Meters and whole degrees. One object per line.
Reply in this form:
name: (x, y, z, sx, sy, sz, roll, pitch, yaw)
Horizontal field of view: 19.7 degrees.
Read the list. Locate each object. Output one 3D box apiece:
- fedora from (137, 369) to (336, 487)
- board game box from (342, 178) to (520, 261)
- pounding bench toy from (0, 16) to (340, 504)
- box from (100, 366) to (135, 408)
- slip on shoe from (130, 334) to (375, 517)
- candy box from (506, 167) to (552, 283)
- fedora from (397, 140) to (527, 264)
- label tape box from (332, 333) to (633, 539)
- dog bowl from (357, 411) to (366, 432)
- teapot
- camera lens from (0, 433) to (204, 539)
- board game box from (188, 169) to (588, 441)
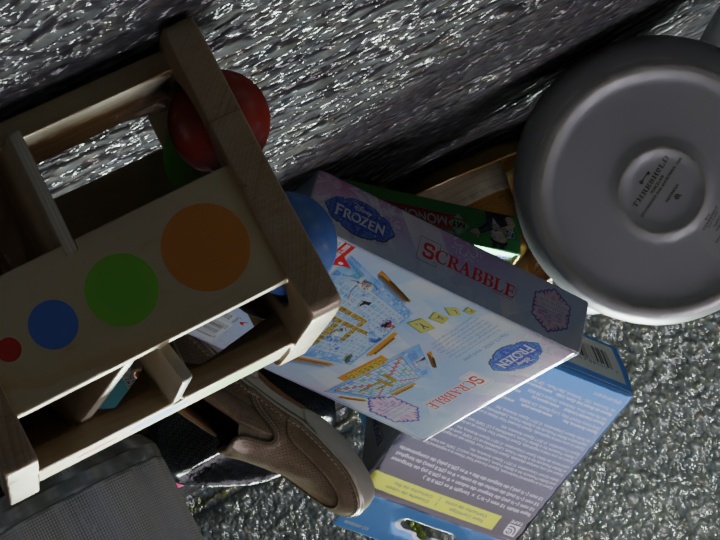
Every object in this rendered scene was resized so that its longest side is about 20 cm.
fedora: (-0.092, 0.105, 1.571, 0.200, 0.092, 0.201, -14, 147, -10)
board game box: (0.000, 0.000, 1.413, 0.134, 0.029, 0.200, 10, 155, -27)
pounding bench toy: (-0.101, 0.003, 0.847, 0.156, 0.125, 0.200, -27, 174, -13)
box: (-0.250, 0.122, 1.511, 0.200, 0.049, 0.082, -31, 173, 27)
slip on shoe: (-0.077, 0.112, 1.465, 0.061, 0.200, 0.076, -51, -168, -34)
candy box: (0.151, -0.036, 1.547, 0.055, 0.116, 0.200, 7, 164, -16)
fedora: (0.061, -0.022, 1.524, 0.200, 0.082, 0.201, -27, 174, -3)
label tape box: (0.084, 0.121, 1.523, 0.143, 0.066, 0.200, 22, 121, -24)
dog bowl: (0.018, 0.057, 1.627, 0.049, 0.200, 0.112, -4, 124, -13)
teapot: (0.192, -0.069, 1.355, 0.199, 0.198, 0.146, -16, -168, 6)
camera lens: (-0.185, 0.229, 1.501, 0.159, 0.201, 0.160, -27, 174, -3)
board game box: (0.010, 0.029, 1.333, 0.200, 0.199, 0.041, -35, -146, 54)
